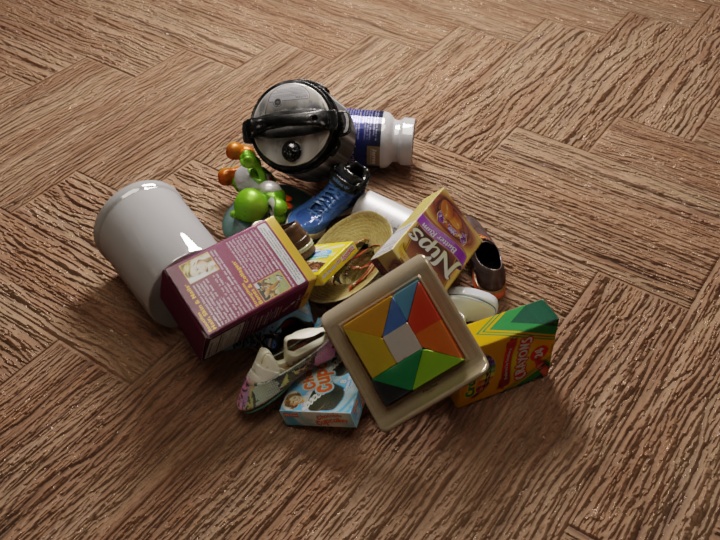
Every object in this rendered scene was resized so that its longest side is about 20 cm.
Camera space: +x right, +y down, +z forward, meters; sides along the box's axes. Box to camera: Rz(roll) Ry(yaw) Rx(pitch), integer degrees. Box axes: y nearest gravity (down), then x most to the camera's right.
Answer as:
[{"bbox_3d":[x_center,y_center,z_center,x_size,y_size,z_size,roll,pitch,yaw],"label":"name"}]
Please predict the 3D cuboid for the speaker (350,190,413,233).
[{"bbox_3d":[0.080,-0.071,1.568,0.199,0.082,0.081,27,49,27],"label":"speaker"}]

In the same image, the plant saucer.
[{"bbox_3d":[-0.162,-0.105,1.636,0.199,0.036,0.201,0,42,0],"label":"plant saucer"}]

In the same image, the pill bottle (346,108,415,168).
[{"bbox_3d":[0.008,-0.266,1.753,0.199,0.116,0.116,4,43,5],"label":"pill bottle"}]

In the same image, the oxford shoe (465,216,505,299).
[{"bbox_3d":[0.217,-0.041,1.541,0.071,0.073,0.201,-8,43,-9],"label":"oxford shoe"}]

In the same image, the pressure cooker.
[{"bbox_3d":[-0.107,-0.258,1.606,0.179,0.200,0.176,45,100,11],"label":"pressure cooker"}]

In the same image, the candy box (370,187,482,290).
[{"bbox_3d":[0.112,-0.033,1.406,0.117,0.056,0.200,52,46,-11],"label":"candy box"}]

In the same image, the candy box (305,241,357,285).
[{"bbox_3d":[-0.106,-0.008,1.471,0.199,0.027,0.102,-4,29,43],"label":"candy box"}]

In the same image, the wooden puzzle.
[{"bbox_3d":[0.059,0.103,1.247,0.184,0.037,0.201,-32,74,9],"label":"wooden puzzle"}]

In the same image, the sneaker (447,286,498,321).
[{"bbox_3d":[0.126,0.074,1.428,0.199,0.073,0.071,-2,50,11],"label":"sneaker"}]

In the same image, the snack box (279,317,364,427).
[{"bbox_3d":[-0.038,0.152,1.336,0.115,0.037,0.201,-2,40,21],"label":"snack box"}]

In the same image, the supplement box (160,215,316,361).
[{"bbox_3d":[-0.187,0.027,1.333,0.199,0.103,0.131,-28,74,-26],"label":"supplement box"}]

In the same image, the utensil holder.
[{"bbox_3d":[-0.327,-0.027,1.455,0.169,0.171,0.200,-26,51,-26],"label":"utensil holder"}]

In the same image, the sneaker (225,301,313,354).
[{"bbox_3d":[-0.165,0.093,1.392,0.199,0.079,0.090,-19,49,-19],"label":"sneaker"}]

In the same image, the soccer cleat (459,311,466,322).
[{"bbox_3d":[0.092,0.132,1.343,0.199,0.086,0.069,-30,51,-29],"label":"soccer cleat"}]

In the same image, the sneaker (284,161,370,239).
[{"bbox_3d":[-0.055,-0.135,1.575,0.077,0.112,0.200,40,44,19],"label":"sneaker"}]

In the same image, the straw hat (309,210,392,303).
[{"bbox_3d":[0.000,0.000,1.479,0.200,0.085,0.202,-29,39,26],"label":"straw hat"}]

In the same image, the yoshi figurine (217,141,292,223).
[{"bbox_3d":[-0.207,-0.151,1.585,0.112,0.113,0.200,-38,49,-4],"label":"yoshi figurine"}]

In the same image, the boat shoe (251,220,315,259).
[{"bbox_3d":[-0.163,-0.054,1.496,0.201,0.075,0.075,-5,31,40],"label":"boat shoe"}]

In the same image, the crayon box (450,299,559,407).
[{"bbox_3d":[0.198,0.131,1.317,0.199,0.127,0.051,-17,44,-17],"label":"crayon box"}]

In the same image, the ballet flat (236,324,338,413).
[{"bbox_3d":[-0.109,0.133,1.303,0.199,0.071,0.069,-31,35,-12],"label":"ballet flat"}]
